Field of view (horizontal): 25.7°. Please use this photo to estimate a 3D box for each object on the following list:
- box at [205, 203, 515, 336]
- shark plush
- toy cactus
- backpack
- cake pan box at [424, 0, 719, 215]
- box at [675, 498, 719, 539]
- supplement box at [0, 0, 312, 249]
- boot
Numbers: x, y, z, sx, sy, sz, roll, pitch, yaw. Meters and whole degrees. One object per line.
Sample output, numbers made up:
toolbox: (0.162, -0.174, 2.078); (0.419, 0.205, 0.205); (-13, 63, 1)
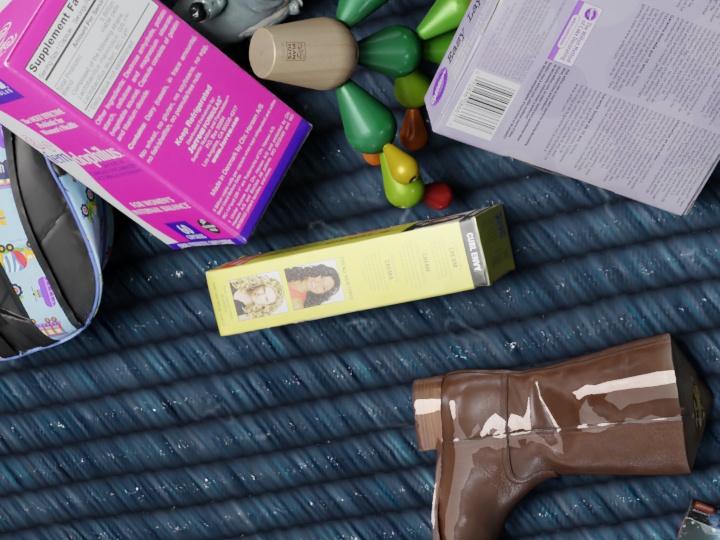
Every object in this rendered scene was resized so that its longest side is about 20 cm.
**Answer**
box: (0.000, 0.000, 1.084); (0.200, 0.075, 0.050); (-12, 96, 22)
shark plush: (-0.077, -0.170, 1.024); (0.083, 0.200, 0.091); (-28, 104, -22)
toy cactus: (0.011, -0.134, 1.006); (0.102, 0.165, 0.200); (26, 115, 50)
backpack: (-0.256, -0.045, 1.127); (0.182, 0.135, 0.200); (-18, 105, 23)
cake pan box: (0.158, -0.140, 0.952); (0.184, 0.052, 0.200); (16, 120, -16)
box: (0.255, 0.272, 1.074); (0.136, 0.038, 0.200); (21, 108, 13)
supplement box: (-0.149, -0.109, 1.028); (0.200, 0.104, 0.101); (39, 158, -27)
boot: (0.147, 0.144, 1.076); (0.200, 0.064, 0.187); (-9, 101, 16)
